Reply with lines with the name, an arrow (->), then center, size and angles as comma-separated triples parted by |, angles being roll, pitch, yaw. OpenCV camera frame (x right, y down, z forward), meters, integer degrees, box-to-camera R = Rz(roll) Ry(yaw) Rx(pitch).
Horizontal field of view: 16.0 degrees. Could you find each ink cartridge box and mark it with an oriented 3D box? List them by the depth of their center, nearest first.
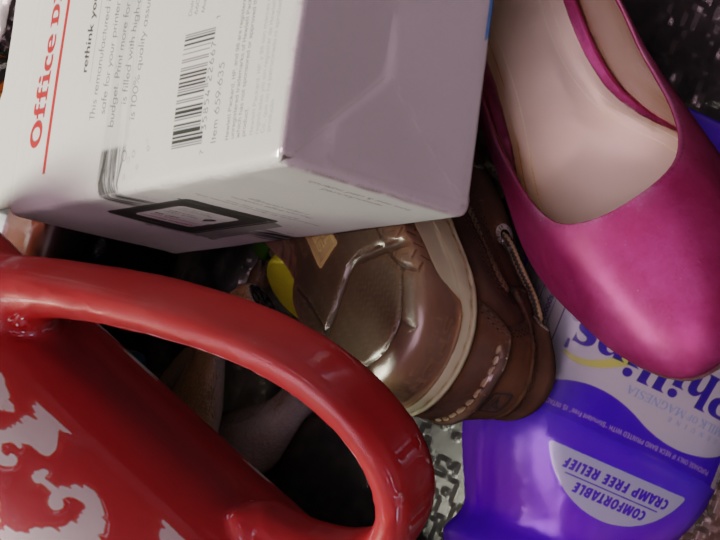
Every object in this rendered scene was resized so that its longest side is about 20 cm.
ink cartridge box -> -0.044, -0.071, 0.777 | 0.200, 0.066, 0.116 | -6, 74, 55

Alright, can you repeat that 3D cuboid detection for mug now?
mug -> -0.077, 0.068, 0.770 | 0.200, 0.133, 0.178 | 45, 94, 4

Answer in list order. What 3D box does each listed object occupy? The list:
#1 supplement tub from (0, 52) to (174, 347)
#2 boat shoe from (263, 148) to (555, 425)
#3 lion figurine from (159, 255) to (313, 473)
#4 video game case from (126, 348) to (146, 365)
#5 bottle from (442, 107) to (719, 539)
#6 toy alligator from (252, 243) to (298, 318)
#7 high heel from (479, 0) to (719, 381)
supplement tub -> -0.170, -0.036, 0.914 | 0.199, 0.107, 0.107 | 19, 100, 20
boat shoe -> 0.008, -0.025, 0.813 | 0.075, 0.075, 0.203 | -50, 39, 31
lion figurine -> -0.039, 0.102, 0.890 | 0.122, 0.072, 0.201 | -36, 58, 25
video game case -> -0.184, 0.075, 0.974 | 0.199, 0.018, 0.144 | 15, 99, 21
bottle -> 0.075, 0.048, 0.809 | 0.083, 0.065, 0.201 | 25, 84, -14
toy alligator -> 0.000, 0.000, 0.880 | 0.200, 0.059, 0.054 | 43, 152, 7
high heel -> 0.057, -0.062, 0.750 | 0.067, 0.096, 0.201 | -24, 52, 13
